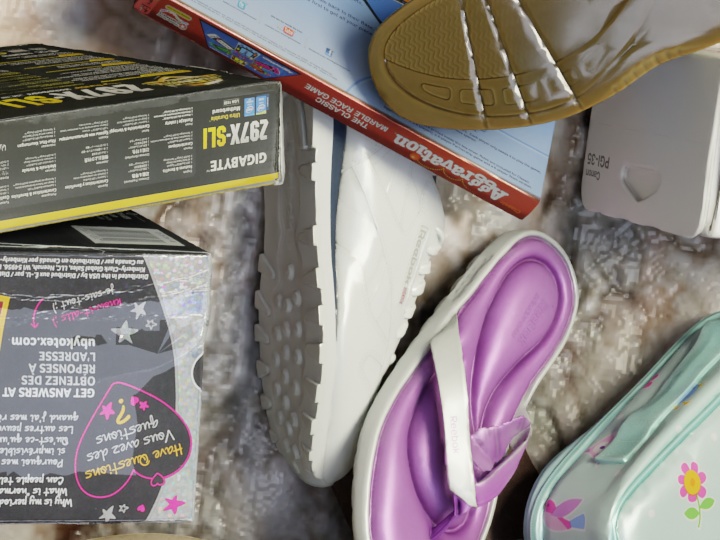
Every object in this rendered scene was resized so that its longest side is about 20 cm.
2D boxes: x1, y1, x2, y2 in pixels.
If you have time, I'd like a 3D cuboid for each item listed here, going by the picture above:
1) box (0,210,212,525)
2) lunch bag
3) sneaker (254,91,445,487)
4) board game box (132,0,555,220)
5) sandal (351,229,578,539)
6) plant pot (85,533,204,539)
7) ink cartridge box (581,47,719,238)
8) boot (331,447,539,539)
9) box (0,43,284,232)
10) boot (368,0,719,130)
[{"bbox_3d":[-0.148,0.032,1.211,0.132,0.200,0.115,2,99,-19],"label":"box"},{"bbox_3d":[0.172,0.114,1.373,0.200,0.077,0.161,-41,110,-35],"label":"lunch bag"},{"bbox_3d":[0.000,0.000,1.330,0.080,0.076,0.201,0,100,-29],"label":"sneaker"},{"bbox_3d":[0.000,-0.108,1.300,0.200,0.019,0.103,28,49,-16],"label":"board game box"},{"bbox_3d":[0.053,0.061,1.325,0.082,0.050,0.203,40,58,-27],"label":"sandal"},{"bbox_3d":[-0.089,0.247,1.230,0.187,0.200,0.188,-9,130,-11],"label":"plant pot"},{"bbox_3d":[0.222,-0.056,1.356,0.199,0.146,0.083,3,96,-20],"label":"ink cartridge box"},{"bbox_3d":[0.021,0.168,1.371,0.200,0.072,0.167,-30,96,-15],"label":"boot"},{"bbox_3d":[-0.156,-0.054,1.181,0.200,0.159,0.050,-12,109,-44],"label":"box"},{"bbox_3d":[0.102,-0.122,1.306,0.199,0.155,0.072,-19,101,5],"label":"boot"}]
